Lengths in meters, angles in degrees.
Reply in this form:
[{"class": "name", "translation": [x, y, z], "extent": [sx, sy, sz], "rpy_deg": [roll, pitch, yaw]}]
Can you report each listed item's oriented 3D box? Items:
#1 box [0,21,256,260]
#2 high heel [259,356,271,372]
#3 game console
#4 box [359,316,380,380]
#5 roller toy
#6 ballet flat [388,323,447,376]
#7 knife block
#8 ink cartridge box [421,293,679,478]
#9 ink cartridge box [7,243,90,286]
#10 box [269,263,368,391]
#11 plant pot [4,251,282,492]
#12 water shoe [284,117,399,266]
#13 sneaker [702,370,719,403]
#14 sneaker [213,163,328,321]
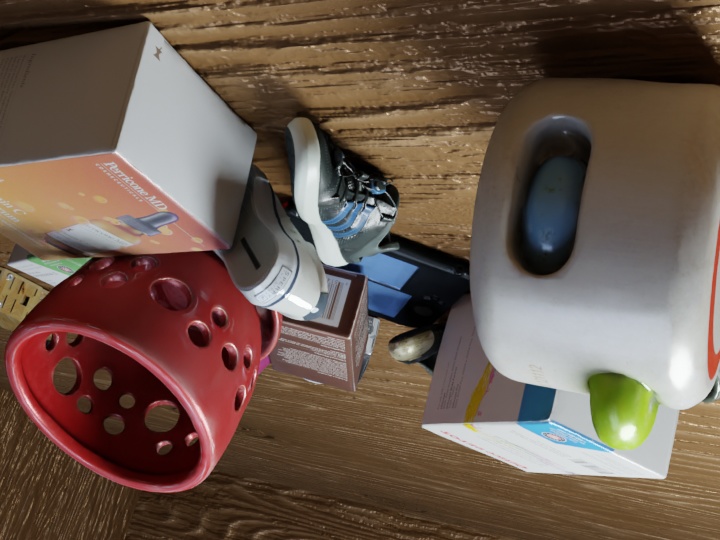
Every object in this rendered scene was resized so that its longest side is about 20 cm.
[{"class": "box", "translation": [-0.208, -0.090, 0.761], "extent": [0.198, 0.107, 0.152], "rpy_deg": [-3, 154, 27]}, {"class": "high heel", "translation": [-0.114, 0.053, 1.050], "extent": [0.096, 0.068, 0.200], "rpy_deg": [-15, 155, -34]}, {"class": "game console", "translation": [0.000, 0.000, 0.990], "extent": [0.198, 0.031, 0.177], "rpy_deg": [19, 161, -7]}, {"class": "box", "translation": [-0.081, 0.074, 1.236], "extent": [0.198, 0.050, 0.158], "rpy_deg": [18, 161, 0]}, {"class": "roller toy", "translation": [0.143, -0.020, 0.578], "extent": [0.139, 0.200, 0.184], "rpy_deg": [8, 124, 25]}, {"class": "ballet flat", "translation": [0.082, 0.091, 1.063], "extent": [0.066, 0.057, 0.200], "rpy_deg": [-14, 167, 19]}, {"class": "knife block", "translation": [-0.558, 0.064, 1.605], "extent": [0.174, 0.065, 0.200], "rpy_deg": [-1, 154, 41]}, {"class": "ink cartridge box", "translation": [0.182, 0.104, 0.940], "extent": [0.146, 0.146, 0.199], "rpy_deg": [26, 159, -25]}, {"class": "ink cartridge box", "translation": [-0.275, -0.007, 1.128], "extent": [0.199, 0.085, 0.146], "rpy_deg": [30, 158, -32]}, {"class": "box", "translation": [-0.045, 0.059, 1.040], "extent": [0.099, 0.076, 0.200], "rpy_deg": [14, 158, 5]}, {"class": "plant pot", "translation": [-0.178, 0.061, 0.867], "extent": [0.199, 0.183, 0.202], "rpy_deg": [14, 135, 15]}, {"class": "water shoe", "translation": [-0.010, -0.066, 0.786], "extent": [0.078, 0.072, 0.200], "rpy_deg": [-9, 160, 4]}, {"class": "sneaker", "translation": [0.251, 0.049, 0.831], "extent": [0.199, 0.080, 0.074], "rpy_deg": [28, 160, -25]}, {"class": "sneaker", "translation": [-0.080, -0.021, 0.803], "extent": [0.071, 0.073, 0.200], "rpy_deg": [41, -167, -34]}]
